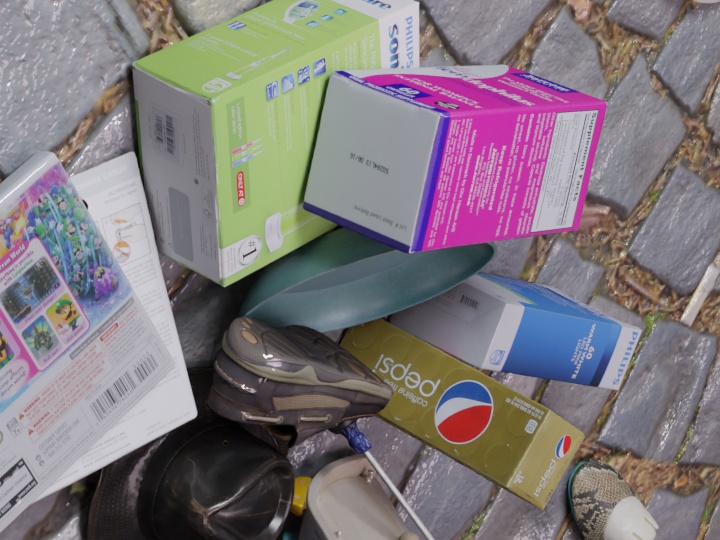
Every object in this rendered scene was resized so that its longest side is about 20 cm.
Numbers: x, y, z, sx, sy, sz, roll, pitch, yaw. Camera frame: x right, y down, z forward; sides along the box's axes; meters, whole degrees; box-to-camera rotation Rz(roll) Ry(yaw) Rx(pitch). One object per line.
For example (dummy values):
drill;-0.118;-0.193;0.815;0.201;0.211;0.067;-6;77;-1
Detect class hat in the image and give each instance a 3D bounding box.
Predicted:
hat;-0.104;0.168;1.778;0.200;0.081;0.201;-27;130;-36

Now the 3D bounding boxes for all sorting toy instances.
sorting toy;-0.019;0.272;1.881;0.106;0.200;0.181;3;121;-29

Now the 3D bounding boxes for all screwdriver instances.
screwdriver;0.016;0.149;1.835;0.028;0.200;0.029;-30;166;-50

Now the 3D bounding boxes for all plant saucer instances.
plant saucer;0.000;0.000;1.759;0.200;0.200;0.036;-3;71;-48

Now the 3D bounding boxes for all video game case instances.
video game case;-0.229;0.053;1.568;0.200;0.024;0.182;-44;122;-28

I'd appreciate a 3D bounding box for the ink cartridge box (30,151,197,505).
ink cartridge box;-0.202;0.038;1.638;0.162;0.057;0.201;-26;109;-37

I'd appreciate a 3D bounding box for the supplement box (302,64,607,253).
supplement box;0.069;-0.080;1.683;0.200;0.101;0.104;-7;114;-51

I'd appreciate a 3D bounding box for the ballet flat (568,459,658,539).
ballet flat;0.247;0.254;2.235;0.068;0.075;0.200;-42;137;-24

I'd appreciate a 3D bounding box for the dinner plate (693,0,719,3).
dinner plate;0.305;-0.322;2.013;0.200;0.024;0.201;-28;131;-38

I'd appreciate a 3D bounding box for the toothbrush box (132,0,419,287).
toothbrush box;-0.054;-0.101;1.677;0.200;0.086;0.146;-29;131;-36

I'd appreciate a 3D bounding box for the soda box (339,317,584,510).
soda box;0.068;0.104;1.841;0.064;0.200;0.068;34;85;-52

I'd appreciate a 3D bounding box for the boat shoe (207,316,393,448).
boat shoe;-0.050;0.085;1.760;0.073;0.074;0.200;-56;147;10

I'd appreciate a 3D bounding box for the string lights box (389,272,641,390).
string lights box;0.128;0.044;1.955;0.200;0.103;0.059;12;101;-51
